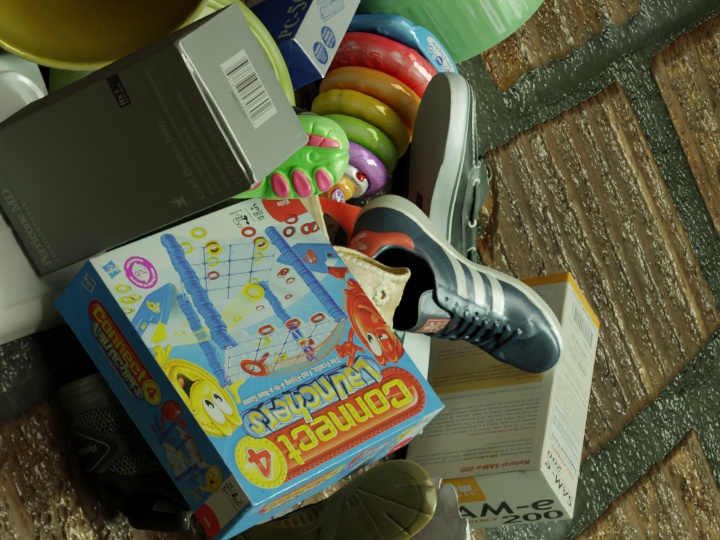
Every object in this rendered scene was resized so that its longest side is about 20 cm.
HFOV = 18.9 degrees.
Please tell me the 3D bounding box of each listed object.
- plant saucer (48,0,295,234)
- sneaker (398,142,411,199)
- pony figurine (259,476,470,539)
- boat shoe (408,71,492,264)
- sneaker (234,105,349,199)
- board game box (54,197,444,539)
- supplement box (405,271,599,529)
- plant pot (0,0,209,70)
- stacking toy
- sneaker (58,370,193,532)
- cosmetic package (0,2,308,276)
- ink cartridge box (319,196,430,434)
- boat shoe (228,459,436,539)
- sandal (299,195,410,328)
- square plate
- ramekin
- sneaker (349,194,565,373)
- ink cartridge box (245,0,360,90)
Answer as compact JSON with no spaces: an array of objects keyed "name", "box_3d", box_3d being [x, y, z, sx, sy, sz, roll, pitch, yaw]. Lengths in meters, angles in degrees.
[{"name":"plant saucer","box_3d":[-0.128,-0.124,1.570,0.199,0.031,0.202,6,78,-30]},{"name":"sneaker","box_3d":[0.073,-0.074,1.858,0.078,0.066,0.202,32,49,-46]},{"name":"pony figurine","box_3d":[0.025,0.249,1.586,0.200,0.165,0.195,-11,90,-70]},{"name":"boat shoe","box_3d":[0.074,-0.066,1.739,0.056,0.069,0.201,-4,119,-20]},{"name":"sneaker","box_3d":[-0.108,-0.085,1.512,0.084,0.198,0.077,-106,-157,-75]},{"name":"board game box","box_3d":[-0.072,0.058,1.462,0.199,0.056,0.196,-24,73,-45]},{"name":"supplement box","box_3d":[0.117,0.108,1.770,0.074,0.125,0.201,55,37,-41]},{"name":"plant pot","box_3d":[-0.194,-0.258,1.498,0.200,0.199,0.142,51,10,-26]},{"name":"stacking toy","box_3d":[-0.006,-0.102,1.752,0.116,0.109,0.201,49,54,-42]},{"name":"sneaker","box_3d":[-0.112,0.119,1.496,0.199,0.076,0.115,-7,84,-45]},{"name":"cosmetic package","box_3d":[-0.145,-0.083,1.401,0.107,0.199,0.090,60,34,-10]},{"name":"ink cartridge box","box_3d":[-0.018,0.030,1.668,0.199,0.043,0.175,13,80,-51]},{"name":"boat shoe","box_3d":[-0.035,0.198,1.494,0.072,0.200,0.066,61,1,17]},{"name":"sandal","box_3d":[0.000,0.001,1.582,0.078,0.069,0.213,-106,179,-79]},{"name":"square plate","box_3d":[-0.249,-0.051,1.440,0.200,0.028,0.200,-20,91,-56]},{"name":"ramekin","box_3d":[0.072,-0.264,1.842,0.098,0.199,0.201,54,37,-34]},{"name":"sneaker","box_3d":[0.070,0.031,1.678,0.199,0.075,0.085,34,39,-10]},{"name":"ink cartridge box","box_3d":[-0.047,-0.213,1.736,0.044,0.094,0.201,50,40,-26]}]
